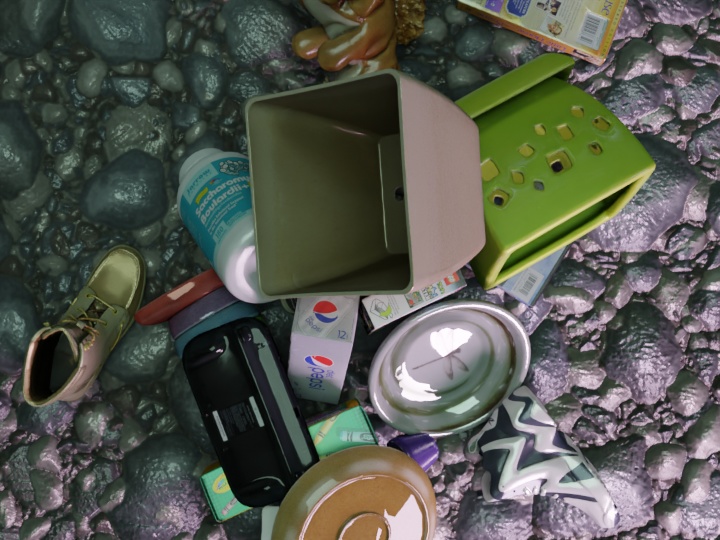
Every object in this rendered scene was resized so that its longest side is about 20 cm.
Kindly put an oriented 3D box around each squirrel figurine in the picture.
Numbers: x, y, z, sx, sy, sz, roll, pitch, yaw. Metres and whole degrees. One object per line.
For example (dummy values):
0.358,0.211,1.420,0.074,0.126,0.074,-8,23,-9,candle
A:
0.018,-0.288,1.208,0.200,0.141,0.187,-41,121,-24,squirrel figurine

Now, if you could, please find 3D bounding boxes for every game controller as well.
-0.120,0.155,1.124,0.104,0.042,0.201,-21,90,12,game controller

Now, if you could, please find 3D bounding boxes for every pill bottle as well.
-0.138,-0.060,1.161,0.111,0.111,0.200,-37,46,-4,pill bottle

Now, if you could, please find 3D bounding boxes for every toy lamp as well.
0.002,0.241,1.187,0.199,0.058,0.059,-20,88,-27,toy lamp

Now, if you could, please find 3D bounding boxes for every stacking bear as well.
-0.150,0.104,1.189,0.113,0.121,0.201,-30,88,19,stacking bear

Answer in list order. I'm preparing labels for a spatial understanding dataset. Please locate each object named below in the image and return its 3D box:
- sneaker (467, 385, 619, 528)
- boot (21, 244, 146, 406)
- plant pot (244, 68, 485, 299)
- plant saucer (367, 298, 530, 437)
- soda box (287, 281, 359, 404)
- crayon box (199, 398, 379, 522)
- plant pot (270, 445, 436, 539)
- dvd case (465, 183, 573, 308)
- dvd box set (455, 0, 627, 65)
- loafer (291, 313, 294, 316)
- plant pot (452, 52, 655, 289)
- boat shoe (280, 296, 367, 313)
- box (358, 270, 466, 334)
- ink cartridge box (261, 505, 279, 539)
0.208,0.252,1.235,0.129,0.080,0.199,-39,100,7,sneaker
-0.313,0.060,1.177,0.072,0.155,0.201,29,86,-1,boot
0.022,-0.081,1.041,0.199,0.176,0.202,-3,92,41,plant pot
0.100,0.107,1.219,0.198,0.050,0.201,-8,124,-12,plant saucer
-0.045,0.086,1.165,0.068,0.200,0.064,9,63,-1,soda box
-0.080,0.216,1.199,0.199,0.119,0.059,-23,88,-3,crayon box
0.000,0.290,1.133,0.199,0.027,0.202,-7,107,-22,plant pot
0.166,-0.067,1.276,0.199,0.018,0.143,33,85,0,dvd case
0.235,-0.360,1.288,0.199,0.029,0.147,21,86,-1,dvd box set
-0.077,-0.026,1.237,0.076,0.067,0.201,-21,88,-3,loafer
0.186,-0.117,1.175,0.198,0.200,0.182,-29,79,-6,plant pot
0.000,0.000,1.206,0.199,0.065,0.073,-18,106,-28,boat shoe
0.053,0.032,1.173,0.109,0.200,0.035,-25,86,-3,box
-0.017,0.329,1.221,0.198,0.068,0.117,2,87,-3,ink cartridge box
